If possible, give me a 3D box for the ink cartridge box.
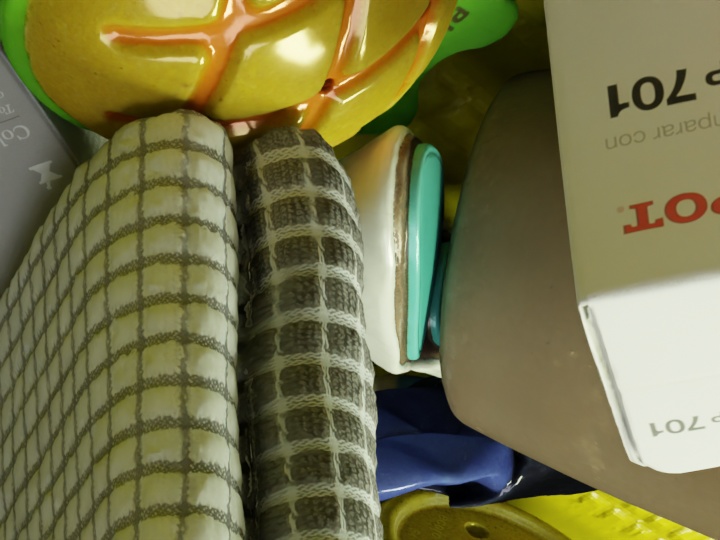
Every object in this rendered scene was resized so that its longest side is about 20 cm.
[{"bbox_3d":[0.125,-0.062,0.735,0.145,0.201,0.086,-11,142,10],"label":"ink cartridge box"}]

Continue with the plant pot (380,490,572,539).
[{"bbox_3d":[0.028,0.171,1.067,0.199,0.200,0.143,14,116,-20],"label":"plant pot"}]

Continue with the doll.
[{"bbox_3d":[0.035,0.060,0.972,0.199,0.049,0.136,-3,-168,-41],"label":"doll"}]

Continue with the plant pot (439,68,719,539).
[{"bbox_3d":[0.122,0.005,0.860,0.173,0.201,0.201,11,145,14],"label":"plant pot"}]

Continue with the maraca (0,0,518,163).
[{"bbox_3d":[-0.022,-0.083,0.784,0.137,0.107,0.200,-39,152,18],"label":"maraca"}]

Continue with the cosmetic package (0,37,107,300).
[{"bbox_3d":[-0.109,-0.019,0.857,0.106,0.091,0.200,-18,130,19],"label":"cosmetic package"}]

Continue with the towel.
[{"bbox_3d":[-0.055,0.076,0.764,0.085,0.167,0.200,8,146,-21],"label":"towel"}]

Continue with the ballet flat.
[{"bbox_3d":[0.000,0.000,0.878,0.069,0.070,0.200,-8,169,7],"label":"ballet flat"}]
